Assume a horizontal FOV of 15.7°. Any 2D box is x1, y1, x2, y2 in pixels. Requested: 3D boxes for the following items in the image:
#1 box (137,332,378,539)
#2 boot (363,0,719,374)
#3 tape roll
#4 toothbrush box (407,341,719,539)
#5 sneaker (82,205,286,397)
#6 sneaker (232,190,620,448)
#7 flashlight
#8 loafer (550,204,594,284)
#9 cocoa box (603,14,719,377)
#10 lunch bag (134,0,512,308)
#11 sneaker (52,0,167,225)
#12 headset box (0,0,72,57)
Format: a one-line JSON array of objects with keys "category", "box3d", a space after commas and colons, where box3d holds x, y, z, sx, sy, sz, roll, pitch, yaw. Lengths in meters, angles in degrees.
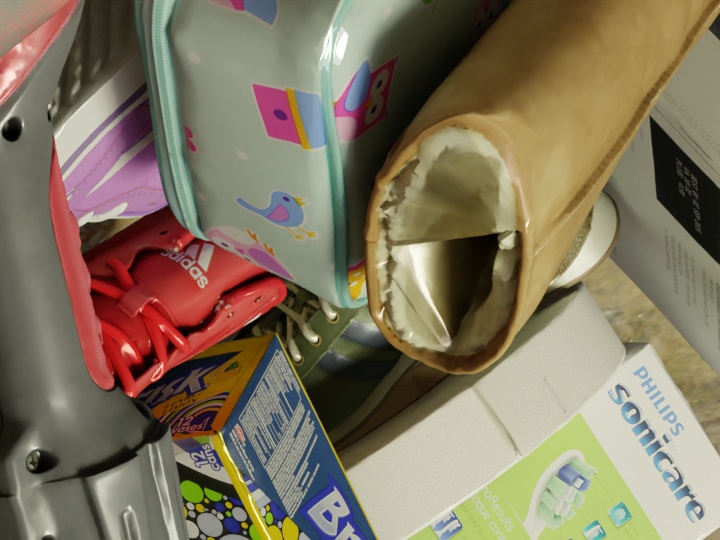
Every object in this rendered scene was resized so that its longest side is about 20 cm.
[{"category": "box", "box3d": [-0.028, 0.125, 0.937, 0.070, 0.200, 0.064, -11, -153, 28]}, {"category": "boot", "box3d": [0.076, -0.091, 0.719, 0.200, 0.066, 0.175, -51, 155, -37]}, {"category": "tape roll", "box3d": [0.014, 0.071, 1.052, 0.202, 0.037, 0.203, -33, -177, 2]}, {"category": "toothbrush box", "box3d": [0.046, 0.119, 1.119, 0.200, 0.086, 0.146, -33, -175, -10]}, {"category": "sneaker", "box3d": [-0.087, 0.017, 0.813, 0.115, 0.078, 0.200, -37, -171, 5]}, {"category": "sneaker", "box3d": [0.000, 0.000, 1.001, 0.200, 0.067, 0.090, -32, 138, -1]}, {"category": "flashlight", "box3d": [-0.088, -0.013, 0.701, 0.067, 0.201, 0.068, -15, -165, -10]}, {"category": "loafer", "box3d": [0.040, -0.025, 0.869, 0.076, 0.068, 0.200, -34, -161, 3]}, {"category": "cocoa box", "box3d": [0.158, -0.067, 1.016, 0.131, 0.133, 0.200, -37, 155, -9]}, {"category": "lunch bag", "box3d": [0.014, -0.105, 0.752, 0.200, 0.077, 0.161, -58, 159, -26]}, {"category": "sneaker", "box3d": [-0.110, -0.020, 0.789, 0.200, 0.073, 0.114, -37, 159, -7]}, {"category": "headset box", "box3d": [-0.093, -0.134, 0.571, 0.200, 0.075, 0.149, -38, 139, -5]}]
